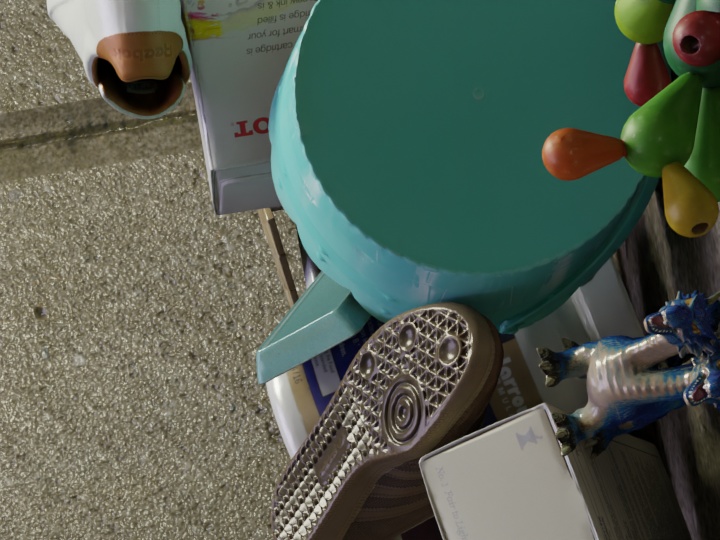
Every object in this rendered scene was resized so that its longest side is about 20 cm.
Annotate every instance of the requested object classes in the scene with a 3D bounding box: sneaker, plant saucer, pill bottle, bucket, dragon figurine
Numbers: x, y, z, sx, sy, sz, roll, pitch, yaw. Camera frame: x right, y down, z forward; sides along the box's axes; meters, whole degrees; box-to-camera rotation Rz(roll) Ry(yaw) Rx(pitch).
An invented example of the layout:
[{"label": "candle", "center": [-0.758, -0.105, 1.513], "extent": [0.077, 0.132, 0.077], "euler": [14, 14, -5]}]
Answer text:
[{"label": "sneaker", "center": [-0.131, -0.121, 1.331], "extent": [0.200, 0.073, 0.085], "euler": [176, 88, -83]}, {"label": "plant saucer", "center": [0.000, 0.000, 1.344], "extent": [0.019, 0.070, 0.200], "euler": [55, -150, -11]}, {"label": "sneaker", "center": [0.028, 0.082, 1.233], "extent": [0.200, 0.075, 0.071], "euler": [-48, 47, 43]}, {"label": "pill bottle", "center": [0.057, 0.057, 1.340], "extent": [0.116, 0.199, 0.116], "euler": [-24, -90, -84]}, {"label": "bucket", "center": [0.053, -0.074, 1.210], "extent": [0.135, 0.206, 0.208], "euler": [112, 149, -81]}, {"label": "dragon figurine", "center": [0.143, 0.048, 1.130], "extent": [0.200, 0.099, 0.059], "euler": [15, -118, -72]}]

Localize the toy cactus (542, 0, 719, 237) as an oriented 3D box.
[{"label": "toy cactus", "center": [0.120, -0.107, 0.901], "extent": [0.200, 0.102, 0.166], "euler": [-77, -11, -74]}]

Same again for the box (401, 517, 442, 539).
[{"label": "box", "center": [0.078, 0.119, 1.471], "extent": [0.164, 0.165, 0.201], "euler": [68, -170, -66]}]

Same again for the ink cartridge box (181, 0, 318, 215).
[{"label": "ink cartridge box", "center": [-0.030, -0.149, 1.395], "extent": [0.146, 0.146, 0.201], "euler": [112, 150, -81]}]

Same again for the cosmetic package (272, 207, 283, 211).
[{"label": "cosmetic package", "center": [0.016, -0.163, 1.623], "extent": [0.123, 0.199, 0.200], "euler": [90, 171, -75]}]

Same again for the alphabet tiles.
[{"label": "alphabet tiles", "center": [-0.066, -0.044, 1.634], "extent": [0.167, 0.008, 0.200], "euler": [74, 176, -47]}]

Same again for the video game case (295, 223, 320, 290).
[{"label": "video game case", "center": [0.045, -0.030, 1.678], "extent": [0.023, 0.181, 0.201], "euler": [115, 149, -59]}]

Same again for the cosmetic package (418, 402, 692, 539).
[{"label": "cosmetic package", "center": [0.108, 0.135, 1.219], "extent": [0.200, 0.073, 0.104], "euler": [24, -136, -65]}]
